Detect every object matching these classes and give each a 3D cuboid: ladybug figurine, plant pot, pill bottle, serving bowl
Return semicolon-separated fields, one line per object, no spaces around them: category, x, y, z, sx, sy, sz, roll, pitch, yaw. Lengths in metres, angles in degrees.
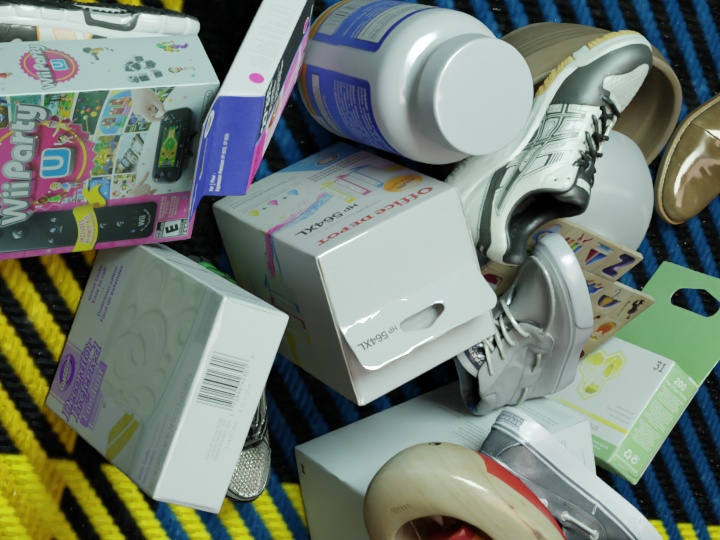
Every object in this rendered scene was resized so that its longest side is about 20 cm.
ladybug figurine;0.087;0.197;1.214;0.200;0.135;0.072;49;38;-23
plant pot;0.151;-0.133;1.326;0.199;0.093;0.201;-16;145;-11
pill bottle;0.041;-0.140;1.214;0.111;0.200;0.113;-7;106;-27
serving bowl;0.155;-0.025;1.337;0.199;0.066;0.201;-16;145;-11

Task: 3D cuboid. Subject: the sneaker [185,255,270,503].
sneaker;-0.107;0.093;1.262;0.078;0.085;0.201;-23;115;-24

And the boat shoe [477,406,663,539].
boat shoe;0.162;0.189;1.278;0.200;0.072;0.068;43;77;-28

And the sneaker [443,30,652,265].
sneaker;0.154;-0.085;1.212;0.200;0.088;0.076;-46;144;7

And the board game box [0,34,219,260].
board game box;-0.207;-0.082;1.121;0.198;0.064;0.148;-6;135;-23

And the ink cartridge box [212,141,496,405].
ink cartridge box;0.000;0.000;1.231;0.128;0.200;0.126;-28;116;-22

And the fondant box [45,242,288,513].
fondant box;-0.142;0.066;1.163;0.058;0.200;0.145;17;95;-34

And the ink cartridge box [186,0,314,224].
ink cartridge box;-0.074;-0.125;1.159;0.037;0.201;0.095;19;135;3

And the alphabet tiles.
alphabet tiles;0.152;0.029;1.344;0.167;0.008;0.199;-41;142;25

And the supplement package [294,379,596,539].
supplement package;0.075;0.201;1.362;0.199;0.152;0.152;-19;112;-25

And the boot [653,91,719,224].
boot;0.342;-0.120;1.481;0.200;0.075;0.074;-49;124;-9

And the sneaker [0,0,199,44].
sneaker;-0.205;-0.148;1.142;0.199;0.074;0.081;2;105;-31

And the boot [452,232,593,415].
boot;0.121;0.053;1.283;0.095;0.074;0.201;-23;148;-12

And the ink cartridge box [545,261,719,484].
ink cartridge box;0.241;0.074;1.430;0.048;0.145;0.201;39;82;-31
